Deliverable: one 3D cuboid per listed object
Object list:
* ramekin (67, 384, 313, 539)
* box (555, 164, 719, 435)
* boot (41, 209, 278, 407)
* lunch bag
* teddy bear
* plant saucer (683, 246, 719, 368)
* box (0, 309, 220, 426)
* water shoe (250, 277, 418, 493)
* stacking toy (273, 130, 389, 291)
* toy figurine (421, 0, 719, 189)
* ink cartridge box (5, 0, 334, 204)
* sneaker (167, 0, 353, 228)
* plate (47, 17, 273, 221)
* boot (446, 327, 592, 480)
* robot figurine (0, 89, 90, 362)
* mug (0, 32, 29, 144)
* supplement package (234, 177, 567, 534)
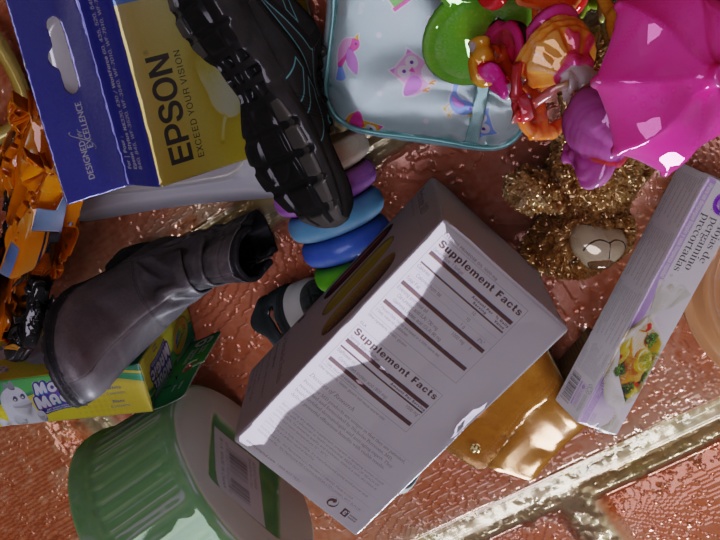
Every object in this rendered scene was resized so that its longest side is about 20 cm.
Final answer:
[{"bbox_3d":[-0.126,0.189,0.823,0.098,0.200,0.200,-37,102,13],"label":"ramekin"},{"bbox_3d":[0.208,0.023,0.744,0.039,0.041,0.200,20,102,-23],"label":"box"},{"bbox_3d":[-0.140,0.014,0.751,0.131,0.200,0.070,-17,117,19],"label":"boot"},{"bbox_3d":[0.060,-0.187,0.701,0.160,0.077,0.201,11,113,6],"label":"lunch bag"},{"bbox_3d":[0.166,-0.077,0.711,0.067,0.145,0.201,35,116,42],"label":"teddy bear"},{"bbox_3d":[0.338,0.006,0.755,0.200,0.032,0.201,3,112,8],"label":"plant saucer"},{"bbox_3d":[-0.221,0.074,0.832,0.199,0.117,0.049,-6,113,11],"label":"box"},{"bbox_3d":[-0.015,0.095,0.843,0.079,0.071,0.200,-15,109,41],"label":"water shoe"},{"bbox_3d":[0.000,0.000,0.776,0.085,0.085,0.200,-19,104,16],"label":"stacking toy"},{"bbox_3d":[0.119,-0.119,0.553,0.150,0.184,0.200,0,141,-26],"label":"toy figurine"},{"bbox_3d":[-0.127,-0.164,0.698,0.200,0.047,0.198,-24,114,-29],"label":"ink cartridge box"},{"bbox_3d":[-0.047,-0.125,0.678,0.075,0.079,0.200,-10,110,52],"label":"sneaker"},{"bbox_3d":[-0.161,-0.138,0.784,0.199,0.032,0.200,-6,110,12],"label":"plate"},{"bbox_3d":[0.093,0.076,0.802,0.201,0.071,0.144,33,109,-10],"label":"boot"},{"bbox_3d":[-0.259,-0.029,0.782,0.058,0.145,0.200,8,127,-32],"label":"robot figurine"},{"bbox_3d":[-0.360,-0.104,0.776,0.186,0.150,0.153,-10,117,22],"label":"mug"},{"bbox_3d":[0.024,0.055,0.696,0.109,0.114,0.200,40,104,-13],"label":"supplement package"}]
